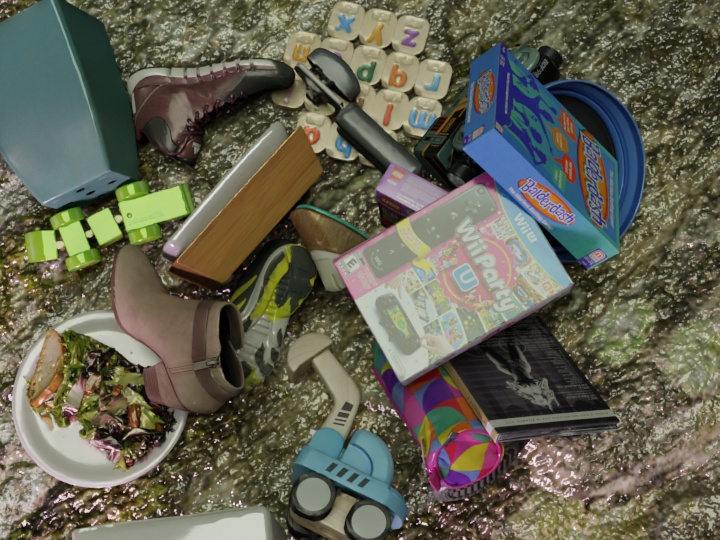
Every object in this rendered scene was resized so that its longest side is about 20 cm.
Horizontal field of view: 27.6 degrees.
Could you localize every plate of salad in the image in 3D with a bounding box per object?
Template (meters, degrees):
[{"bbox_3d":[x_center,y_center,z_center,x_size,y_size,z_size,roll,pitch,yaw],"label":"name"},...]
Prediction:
[{"bbox_3d":[-0.288,0.138,1.617,0.200,0.048,0.200,-1,73,2],"label":"plate of salad"}]

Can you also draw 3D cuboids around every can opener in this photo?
[{"bbox_3d":[0.004,-0.178,1.676,0.200,0.053,0.067,43,81,12],"label":"can opener"}]

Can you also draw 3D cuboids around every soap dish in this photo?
[{"bbox_3d":[-0.129,-0.064,1.618,0.081,0.157,0.200,43,79,-4],"label":"soap dish"}]

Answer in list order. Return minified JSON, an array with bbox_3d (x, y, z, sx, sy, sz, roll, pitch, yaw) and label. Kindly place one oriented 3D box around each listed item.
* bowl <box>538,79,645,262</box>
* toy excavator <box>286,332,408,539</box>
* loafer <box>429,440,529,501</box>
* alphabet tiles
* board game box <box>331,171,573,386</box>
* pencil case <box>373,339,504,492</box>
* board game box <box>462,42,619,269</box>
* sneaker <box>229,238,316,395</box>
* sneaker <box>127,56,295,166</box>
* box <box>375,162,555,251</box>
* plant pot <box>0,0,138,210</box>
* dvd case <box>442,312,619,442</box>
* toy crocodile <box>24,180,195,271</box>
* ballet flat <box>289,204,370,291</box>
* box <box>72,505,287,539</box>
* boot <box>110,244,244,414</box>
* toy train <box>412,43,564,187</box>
[{"bbox_3d":[0.225,-0.109,1.616,0.200,0.039,0.201,-3,96,-29],"label":"bowl"},{"bbox_3d":[-0.022,0.188,1.576,0.194,0.100,0.200,26,64,7],"label":"toy excavator"},{"bbox_3d":[0.145,0.169,1.582,0.200,0.075,0.070,-40,64,-13],"label":"loafer"},{"bbox_3d":[0.002,-0.218,1.722,0.200,0.015,0.196,13,75,6],"label":"alphabet tiles"},{"bbox_3d":[0.093,0.005,1.494,0.200,0.064,0.148,-30,79,0],"label":"board game box"},{"bbox_3d":[0.076,0.139,1.537,0.088,0.088,0.200,-23,40,-4],"label":"pencil case"},{"bbox_3d":[0.188,-0.117,1.500,0.045,0.200,0.152,-32,31,31],"label":"board game box"},{"bbox_3d":[-0.116,0.052,1.627,0.074,0.085,0.200,32,98,-21],"label":"sneaker"},{"bbox_3d":[-0.171,-0.178,1.696,0.200,0.076,0.116,-4,79,12],"label":"sneaker"},{"bbox_3d":[0.113,-0.036,1.601,0.200,0.137,0.039,29,78,11],"label":"box"},{"bbox_3d":[-0.338,-0.176,1.654,0.141,0.141,0.200,-26,81,10],"label":"plant pot"},{"bbox_3d":[0.161,0.105,1.538,0.148,0.016,0.200,-2,36,-26],"label":"dvd case"},{"bbox_3d":[-0.285,-0.050,1.668,0.200,0.062,0.068,-22,88,-7],"label":"toy crocodile"},{"bbox_3d":[0.000,0.000,1.591,0.200,0.068,0.072,29,70,-34],"label":"ballet flat"},{"bbox_3d":[-0.169,0.341,1.473,0.200,0.199,0.172,-6,73,1],"label":"box"},{"bbox_3d":[-0.187,0.055,1.557,0.146,0.070,0.200,-17,87,43],"label":"boot"},{"bbox_3d":[0.146,-0.175,1.656,0.085,0.114,0.200,45,72,-31],"label":"toy train"}]
